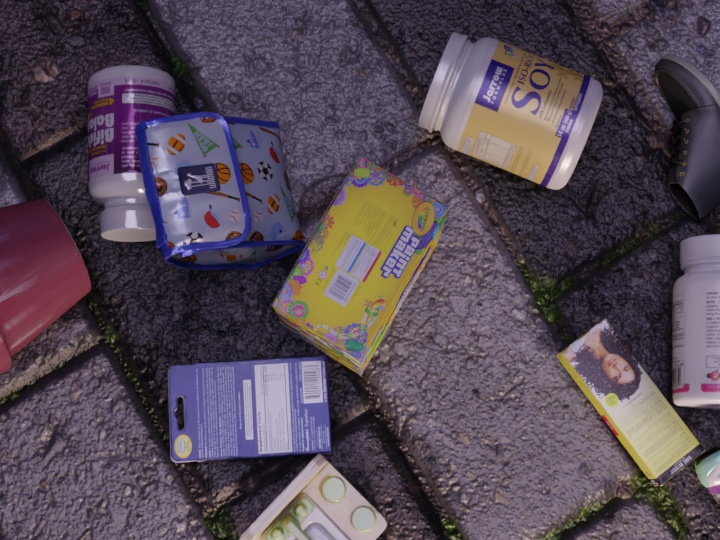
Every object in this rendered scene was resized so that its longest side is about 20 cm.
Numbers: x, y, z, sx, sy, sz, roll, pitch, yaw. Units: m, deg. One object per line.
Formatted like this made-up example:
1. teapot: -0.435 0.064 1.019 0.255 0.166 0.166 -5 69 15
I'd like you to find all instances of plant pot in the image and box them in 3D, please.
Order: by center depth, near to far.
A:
1. plant pot: -0.430 0.009 1.558 0.178 0.200 0.201 -29 81 -20

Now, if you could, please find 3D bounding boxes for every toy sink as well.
1. toy sink: -0.050 0.297 1.498 0.112 0.200 0.130 43 82 7

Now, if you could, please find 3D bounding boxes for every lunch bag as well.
1. lunch bag: -0.173 -0.093 1.554 0.123 0.199 0.172 -23 75 38

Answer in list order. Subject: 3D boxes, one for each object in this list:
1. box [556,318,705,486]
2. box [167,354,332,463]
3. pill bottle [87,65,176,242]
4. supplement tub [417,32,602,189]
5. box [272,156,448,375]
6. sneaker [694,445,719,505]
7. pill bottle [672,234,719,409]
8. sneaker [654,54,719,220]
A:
1. box: 0.330 0.162 1.599 0.075 0.050 0.201 -37 83 -6
2. box: -0.136 0.171 1.603 0.197 0.032 0.123 -3 80 -2
3. pill bottle: -0.282 -0.142 1.614 0.111 0.112 0.203 -3 80 -1
4. supplement tub: 0.184 -0.200 1.610 0.198 0.145 0.147 22 81 3
5. box: 0.000 0.000 1.552 0.121 0.193 0.201 30 82 5
6. sneaker: 0.520 0.246 1.579 0.199 0.078 0.141 -30 83 4
7. pill bottle: 0.436 0.064 1.584 0.112 0.113 0.203 2 81 0
8. sneaker: 0.411 -0.169 1.641 0.106 0.075 0.201 -33 83 -8
